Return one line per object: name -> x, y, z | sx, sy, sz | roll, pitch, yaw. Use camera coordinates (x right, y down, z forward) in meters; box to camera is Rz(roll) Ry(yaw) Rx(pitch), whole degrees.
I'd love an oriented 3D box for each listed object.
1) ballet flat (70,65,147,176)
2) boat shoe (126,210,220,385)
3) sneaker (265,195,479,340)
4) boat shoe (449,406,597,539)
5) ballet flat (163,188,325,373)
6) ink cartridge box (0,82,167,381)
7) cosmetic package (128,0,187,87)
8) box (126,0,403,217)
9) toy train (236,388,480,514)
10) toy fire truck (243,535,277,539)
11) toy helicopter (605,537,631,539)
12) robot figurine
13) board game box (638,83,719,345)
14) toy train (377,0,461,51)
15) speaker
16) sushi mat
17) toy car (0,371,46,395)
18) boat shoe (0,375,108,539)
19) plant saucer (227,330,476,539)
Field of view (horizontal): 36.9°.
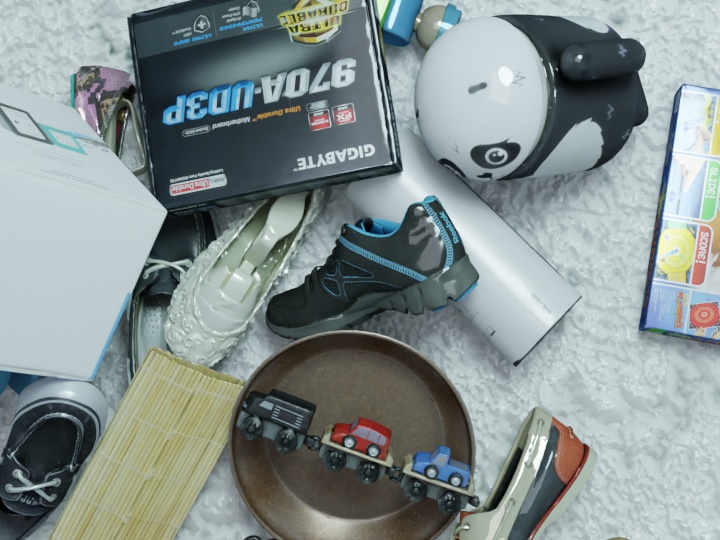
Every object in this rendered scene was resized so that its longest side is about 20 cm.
ballet flat -> -0.217, -0.078, 0.924 | 0.070, 0.069, 0.203 | 1, 80, 3
boat shoe -> -0.157, 0.023, 0.906 | 0.074, 0.060, 0.203 | -3, 84, 6
sneaker -> 0.000, 0.000, 0.855 | 0.198, 0.073, 0.083 | -18, 98, 34
boat shoe -> 0.107, 0.203, 0.850 | 0.062, 0.071, 0.201 | 38, 83, -6
ballet flat -> -0.092, -0.009, 0.874 | 0.071, 0.072, 0.201 | 29, 72, 8
ink cartridge box -> -0.268, -0.040, 0.804 | 0.200, 0.145, 0.148 | 41, 109, 45
cosmetic package -> -0.084, -0.160, 0.912 | 0.198, 0.074, 0.103 | 22, 86, 7
box -> -0.075, -0.139, 0.845 | 0.197, 0.046, 0.162 | -10, 85, 10
toy train -> 0.002, 0.136, 0.831 | 0.197, 0.034, 0.046 | 21, 94, 0
toy fire truck -> -0.151, 0.301, 0.877 | 0.197, 0.049, 0.143 | -7, 96, -3
toy helicopter -> 0.157, 0.295, 0.849 | 0.131, 0.079, 0.201 | 31, 77, 17
robot figurine -> 0.135, -0.132, 0.834 | 0.125, 0.198, 0.152 | 47, 132, 37
board game box -> 0.309, -0.040, 0.874 | 0.133, 0.034, 0.203 | 10, 85, 7
toy train -> 0.050, -0.285, 0.910 | 0.114, 0.085, 0.203 | 19, 86, -3
speaker -> 0.080, -0.020, 0.874 | 0.081, 0.081, 0.200 | -45, 80, 0
sushi mat -> -0.171, 0.161, 0.873 | 0.095, 0.012, 0.202 | 24, 105, -23
toy car -> -0.364, 0.097, 0.877 | 0.183, 0.176, 0.202 | 34, 101, 19
boat shoe -> -0.255, 0.157, 0.845 | 0.071, 0.200, 0.068 | 23, 43, -22
plant saucer -> -0.007, 0.139, 0.866 | 0.197, 0.037, 0.204 | 1, 105, 4
